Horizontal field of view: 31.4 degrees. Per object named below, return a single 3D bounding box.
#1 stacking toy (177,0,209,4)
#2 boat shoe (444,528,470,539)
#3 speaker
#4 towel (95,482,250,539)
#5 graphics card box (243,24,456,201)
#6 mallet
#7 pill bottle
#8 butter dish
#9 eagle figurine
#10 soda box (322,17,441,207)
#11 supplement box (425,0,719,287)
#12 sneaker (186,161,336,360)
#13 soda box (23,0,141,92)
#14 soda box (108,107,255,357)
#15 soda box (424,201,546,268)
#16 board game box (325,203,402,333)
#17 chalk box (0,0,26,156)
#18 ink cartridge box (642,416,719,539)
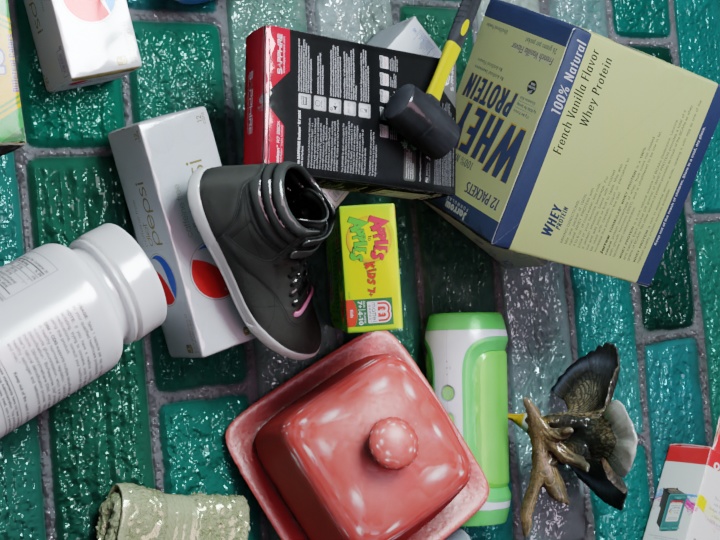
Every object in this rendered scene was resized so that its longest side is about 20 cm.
[{"bbox_3d":[-0.152,-0.346,1.117,0.116,0.109,0.201,-33,94,-46],"label":"stacking toy"},{"bbox_3d":[0.024,0.316,1.196,0.198,0.073,0.069,-30,122,-25],"label":"boat shoe"},{"bbox_3d":[0.105,0.143,1.251,0.088,0.088,0.203,2,86,-33],"label":"speaker"},{"bbox_3d":[-0.164,0.288,1.094,0.147,0.036,0.203,12,80,-33],"label":"towel"},{"bbox_3d":[-0.007,-0.133,1.117,0.198,0.051,0.127,3,83,-31],"label":"graphics card box"},{"bbox_3d":[0.073,-0.198,1.128,0.066,0.041,0.202,29,65,-30],"label":"mallet"},{"bbox_3d":[-0.258,0.050,1.003,0.199,0.113,0.114,-32,104,-30],"label":"pill bottle"},{"bbox_3d":[0.012,0.162,1.124,0.199,0.148,0.201,-31,83,-21],"label":"butter dish"},{"bbox_3d":[0.217,0.160,1.271,0.151,0.152,0.199,48,25,24],"label":"eagle figurine"},{"bbox_3d":[-0.003,-0.145,1.200,0.064,0.068,0.200,49,63,-20],"label":"soda box"},{"bbox_3d":[0.195,-0.116,1.182,0.198,0.134,0.202,12,104,-32],"label":"supplement box"},{"bbox_3d":[-0.056,-0.006,1.054,0.201,0.098,0.071,62,34,-30],"label":"sneaker"},{"bbox_3d":[-0.245,-0.256,1.062,0.068,0.063,0.203,-16,96,-32],"label":"soda box"},{"bbox_3d":[-0.148,-0.031,1.096,0.068,0.063,0.202,-20,99,-35],"label":"soda box"},{"bbox_3d":[0.113,-0.083,1.283,0.199,0.063,0.069,38,68,-25],"label":"soda box"},{"bbox_3d":[0.000,0.000,1.124,0.047,0.200,0.103,-4,89,-5],"label":"board game box"},{"bbox_3d":[-0.366,-0.139,0.940,0.198,0.124,0.126,-6,90,-34],"label":"chalk box"},{"bbox_3d":[0.391,0.274,1.438,0.116,0.067,0.202,31,71,-28],"label":"ink cartridge box"}]
